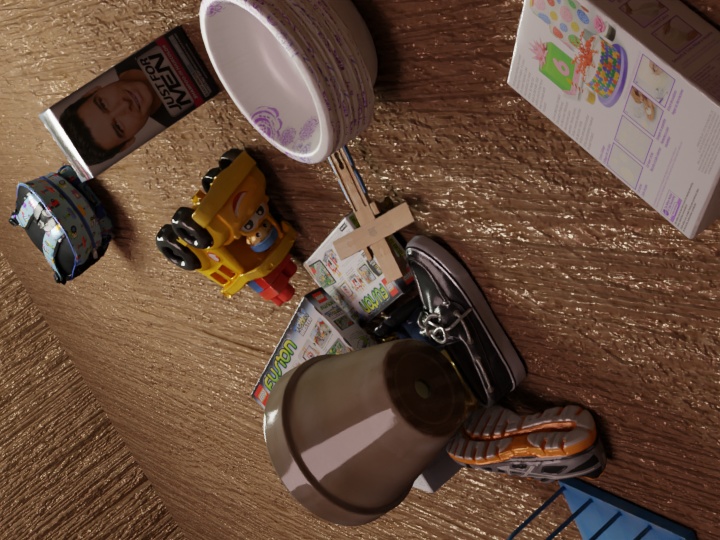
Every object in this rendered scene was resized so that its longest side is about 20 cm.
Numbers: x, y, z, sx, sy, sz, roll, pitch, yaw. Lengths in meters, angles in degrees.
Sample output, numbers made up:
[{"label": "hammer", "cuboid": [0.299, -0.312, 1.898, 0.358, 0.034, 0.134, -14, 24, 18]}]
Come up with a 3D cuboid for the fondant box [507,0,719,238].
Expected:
[{"label": "fondant box", "cuboid": [0.205, -0.139, 1.025, 0.200, 0.058, 0.145, 43, 156, 21]}]

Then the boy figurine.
[{"label": "boy figurine", "cuboid": [0.101, 0.127, 1.613, 0.201, 0.064, 0.124, 54, 149, 3]}]

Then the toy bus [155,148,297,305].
[{"label": "toy bus", "cuboid": [-0.151, -0.039, 1.798, 0.192, 0.136, 0.200, 41, 156, -6]}]

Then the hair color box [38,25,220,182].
[{"label": "hair color box", "cuboid": [-0.283, -0.205, 1.699, 0.099, 0.200, 0.061, 58, 157, -13]}]

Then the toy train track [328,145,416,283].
[{"label": "toy train track", "cuboid": [0.004, -0.084, 1.511, 0.114, 0.032, 0.201, -26, 88, 38]}]

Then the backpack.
[{"label": "backpack", "cuboid": [-0.519, -0.095, 2.413, 0.183, 0.134, 0.200, 51, 158, 5]}]

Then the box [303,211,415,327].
[{"label": "box", "cuboid": [0.000, 0.000, 1.641, 0.110, 0.035, 0.200, 52, 158, 2]}]

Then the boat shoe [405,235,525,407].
[{"label": "boat shoe", "cuboid": [0.100, 0.058, 1.506, 0.200, 0.068, 0.073, 58, 157, -11]}]

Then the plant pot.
[{"label": "plant pot", "cuboid": [0.018, 0.163, 1.543, 0.201, 0.200, 0.173, 53, 133, 0]}]

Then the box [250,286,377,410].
[{"label": "box", "cuboid": [-0.060, 0.128, 1.732, 0.110, 0.035, 0.201, 46, 132, 18]}]

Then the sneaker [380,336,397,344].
[{"label": "sneaker", "cuboid": [0.036, 0.125, 1.759, 0.200, 0.069, 0.091, -156, 68, -71]}]

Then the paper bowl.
[{"label": "paper bowl", "cuboid": [-0.061, -0.215, 1.373, 0.200, 0.104, 0.201, 42, 155, 25]}]

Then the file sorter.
[{"label": "file sorter", "cuboid": [0.273, 0.341, 1.512, 0.200, 0.122, 0.139, 18, 139, 55]}]

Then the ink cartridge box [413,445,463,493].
[{"label": "ink cartridge box", "cuboid": [0.070, 0.215, 1.743, 0.051, 0.109, 0.200, 59, 157, -15]}]

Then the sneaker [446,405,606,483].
[{"label": "sneaker", "cuboid": [0.179, 0.198, 1.507, 0.199, 0.079, 0.077, -4, 134, 43]}]
